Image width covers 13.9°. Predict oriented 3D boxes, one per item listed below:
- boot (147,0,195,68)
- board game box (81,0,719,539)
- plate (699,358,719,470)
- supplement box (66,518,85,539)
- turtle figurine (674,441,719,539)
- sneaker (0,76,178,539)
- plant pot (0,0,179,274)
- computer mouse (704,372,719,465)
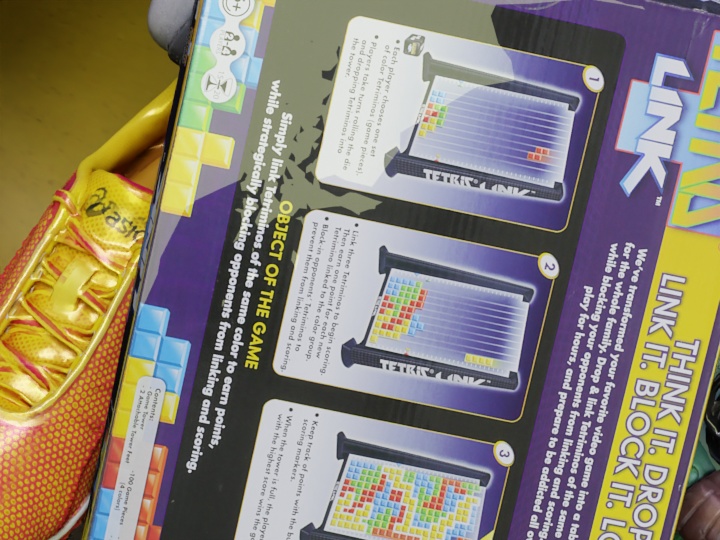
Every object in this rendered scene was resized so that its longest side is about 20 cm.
[{"bbox_3d":[-0.044,-0.170,0.883,0.131,0.070,0.200,30,92,4],"label":"boot"},{"bbox_3d":[0.019,0.006,0.843,0.165,0.057,0.201,12,101,-6],"label":"board game box"},{"bbox_3d":[0.094,0.011,1.006,0.200,0.026,0.201,1,95,9],"label":"plate"},{"bbox_3d":[-0.133,0.150,0.962,0.199,0.200,0.134,29,97,6],"label":"supplement box"},{"bbox_3d":[0.149,0.119,0.916,0.200,0.150,0.101,36,56,27],"label":"turtle figurine"},{"bbox_3d":[-0.091,0.011,0.894,0.073,0.077,0.200,24,56,12],"label":"sneaker"},{"bbox_3d":[-0.150,-0.053,0.967,0.142,0.200,0.200,26,99,28],"label":"plant pot"},{"bbox_3d":[0.122,-0.041,0.946,0.200,0.053,0.138,59,143,7],"label":"computer mouse"}]
